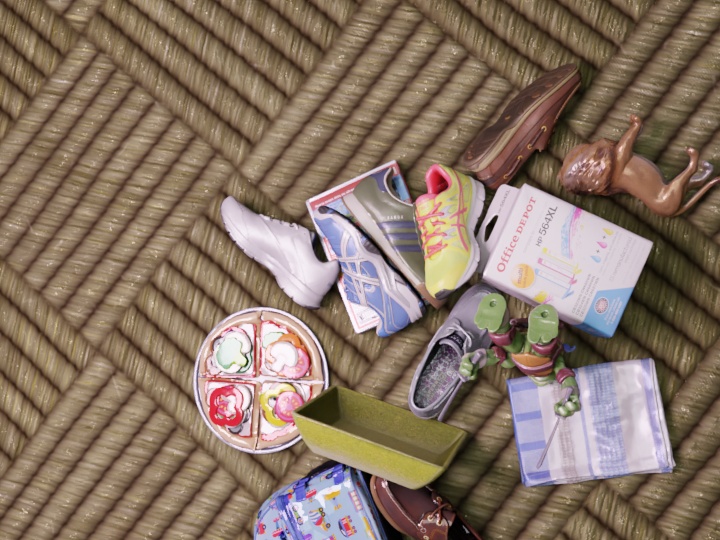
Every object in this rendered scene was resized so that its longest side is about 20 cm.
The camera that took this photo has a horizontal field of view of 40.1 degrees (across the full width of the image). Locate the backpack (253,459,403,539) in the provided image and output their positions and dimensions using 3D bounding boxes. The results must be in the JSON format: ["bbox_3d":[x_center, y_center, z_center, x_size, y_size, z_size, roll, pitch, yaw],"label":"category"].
[{"bbox_3d":[-0.055,0.353,1.283,0.198,0.134,0.185,-23,80,12],"label":"backpack"}]

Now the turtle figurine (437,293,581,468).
[{"bbox_3d":[0.192,0.129,1.195,0.199,0.195,0.144,-36,53,-8],"label":"turtle figurine"}]

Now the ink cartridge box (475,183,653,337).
[{"bbox_3d":[0.242,-0.016,1.247,0.198,0.125,0.130,25,90,5],"label":"ink cartridge box"}]

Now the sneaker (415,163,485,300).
[{"bbox_3d":[0.101,-0.053,1.255,0.078,0.090,0.202,-31,36,39],"label":"sneaker"}]

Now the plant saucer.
[{"bbox_3d":[0.025,0.214,1.248,0.197,0.200,0.049,18,97,13],"label":"plant saucer"}]

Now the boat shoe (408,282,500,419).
[{"bbox_3d":[0.127,0.105,1.295,0.069,0.072,0.202,30,85,12],"label":"boat shoe"}]

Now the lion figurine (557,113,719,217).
[{"bbox_3d":[0.364,-0.119,1.274,0.198,0.072,0.124,31,98,9],"label":"lion figurine"}]

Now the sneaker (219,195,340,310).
[{"bbox_3d":[-0.110,-0.037,1.364,0.200,0.074,0.087,42,96,4],"label":"sneaker"}]

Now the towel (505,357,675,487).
[{"bbox_3d":[0.296,0.198,1.280,0.197,0.024,0.149,-9,82,11],"label":"towel"}]

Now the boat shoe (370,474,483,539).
[{"bbox_3d":[0.099,0.318,1.252,0.200,0.070,0.071,45,51,-14],"label":"boat shoe"}]

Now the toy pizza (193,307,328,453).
[{"bbox_3d":[-0.142,0.152,1.370,0.197,0.032,0.204,-1,84,12],"label":"toy pizza"}]

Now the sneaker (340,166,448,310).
[{"bbox_3d":[0.067,-0.051,1.310,0.090,0.067,0.201,-42,79,4],"label":"sneaker"}]

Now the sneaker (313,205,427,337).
[{"bbox_3d":[0.000,0.000,1.305,0.077,0.076,0.201,-40,88,6],"label":"sneaker"}]

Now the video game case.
[{"bbox_3d":[0.023,-0.032,1.362,0.141,0.017,0.202,-23,81,9],"label":"video game case"}]

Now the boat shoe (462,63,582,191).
[{"bbox_3d":[0.224,-0.191,1.317,0.200,0.072,0.068,-46,111,-4],"label":"boat shoe"}]
